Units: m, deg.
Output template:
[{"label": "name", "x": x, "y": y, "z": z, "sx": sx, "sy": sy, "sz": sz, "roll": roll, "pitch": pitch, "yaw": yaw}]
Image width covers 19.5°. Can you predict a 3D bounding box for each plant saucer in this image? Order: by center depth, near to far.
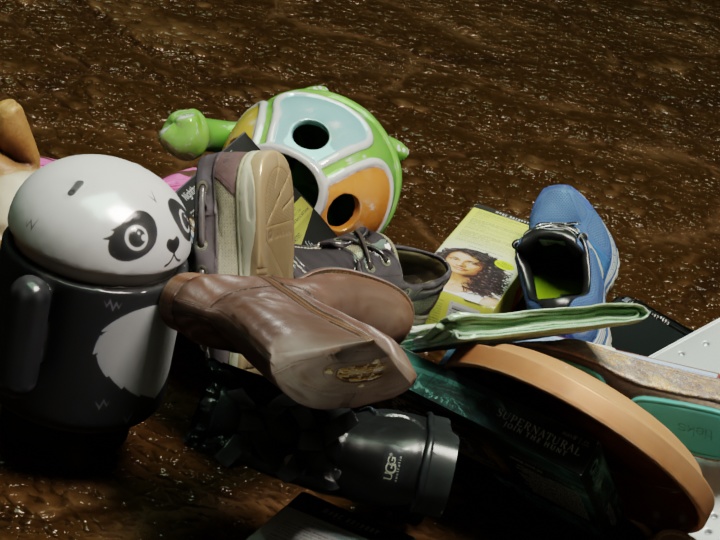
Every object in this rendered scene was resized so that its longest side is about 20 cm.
[{"label": "plant saucer", "x": 0.146, "y": 0.106, "z": 1.381, "sx": 0.199, "sy": 0.032, "sz": 0.200, "roll": 30, "pitch": -16, "yaw": 9}]

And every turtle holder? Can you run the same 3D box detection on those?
[{"label": "turtle holder", "x": -0.059, "y": -0.089, "z": 1.704, "sx": 0.186, "sy": 0.141, "sz": 0.132, "roll": 50, "pitch": 20, "yaw": 4}]

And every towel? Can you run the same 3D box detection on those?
[{"label": "towel", "x": 0.085, "y": 0.040, "z": 1.450, "sx": 0.151, "sy": 0.024, "sz": 0.200, "roll": -4, "pitch": -4, "yaw": -23}]

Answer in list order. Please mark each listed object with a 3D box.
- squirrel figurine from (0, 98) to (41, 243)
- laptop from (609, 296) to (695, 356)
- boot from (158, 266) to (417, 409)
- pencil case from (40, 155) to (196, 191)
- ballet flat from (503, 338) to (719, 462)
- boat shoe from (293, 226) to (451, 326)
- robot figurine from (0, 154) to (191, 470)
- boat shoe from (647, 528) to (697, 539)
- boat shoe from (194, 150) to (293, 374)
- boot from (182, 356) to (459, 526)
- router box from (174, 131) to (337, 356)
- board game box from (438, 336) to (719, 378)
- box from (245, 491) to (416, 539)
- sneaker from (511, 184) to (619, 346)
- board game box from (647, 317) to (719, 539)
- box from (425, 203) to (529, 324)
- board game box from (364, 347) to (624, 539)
[{"label": "squirrel figurine", "x": -0.298, "y": -0.001, "z": 1.451, "sx": 0.186, "sy": 0.142, "sz": 0.200, "roll": -37, "pitch": 9, "yaw": -29}, {"label": "laptop", "x": 0.257, "y": 0.105, "z": 1.636, "sx": 0.177, "sy": 0.104, "sz": 0.200, "roll": 33, "pitch": 5, "yaw": 37}, {"label": "boot", "x": -0.006, "y": 0.043, "z": 1.253, "sx": 0.185, "sy": 0.065, "sz": 0.200, "roll": 1, "pitch": 8, "yaw": -29}, {"label": "pencil case", "x": -0.214, "y": -0.056, "z": 1.641, "sx": 0.198, "sy": 0.094, "sz": 0.091, "roll": 8, "pitch": 47, "yaw": -9}, {"label": "ballet flat", "x": 0.184, "y": 0.086, "z": 1.467, "sx": 0.199, "sy": 0.069, "sz": 0.067, "roll": 17, "pitch": 30, "yaw": 16}, {"label": "boat shoe", "x": 0.000, "y": 0.000, "z": 1.528, "sx": 0.072, "sy": 0.065, "sz": 0.199, "roll": 46, "pitch": 17, "yaw": 31}, {"label": "robot figurine", "x": -0.175, "y": 0.025, "z": 1.346, "sx": 0.124, "sy": 0.201, "sz": 0.150, "roll": 6, "pitch": 24, "yaw": -17}, {"label": "boat shoe", "x": 0.206, "y": 0.210, "z": 1.304, "sx": 0.071, "sy": 0.065, "sz": 0.200, "roll": 13, "pitch": 23, "yaw": -2}, {"label": "boat shoe", "x": -0.086, "y": 0.018, "z": 1.414, "sx": 0.064, "sy": 0.202, "sz": 0.072, "roll": 7, "pitch": 9, "yaw": 26}, {"label": "boot", "x": -0.026, "y": 0.107, "z": 1.309, "sx": 0.161, "sy": 0.074, "sz": 0.198, "roll": 15, "pitch": -4, "yaw": -2}, {"label": "router box", "x": -0.081, "y": -0.003, "z": 1.550, "sx": 0.157, "sy": 0.052, "sz": 0.200, "roll": 49, "pitch": 25, "yaw": -4}, {"label": "board game box", "x": 0.151, "y": 0.091, "z": 1.522, "sx": 0.199, "sy": 0.020, "sz": 0.103, "roll": 13, "pitch": 41, "yaw": 22}, {"label": "box", "x": -0.047, "y": 0.200, "z": 1.213, "sx": 0.082, "sy": 0.050, "sz": 0.200, "roll": 20, "pitch": 24, "yaw": 20}, {"label": "sneaker", "x": 0.162, "y": -0.010, "z": 1.642, "sx": 0.078, "sy": 0.090, "sz": 0.201, "roll": -10, "pitch": 37, "yaw": 9}, {"label": "board game box", "x": 0.273, "y": 0.119, "z": 1.505, "sx": 0.199, "sy": 0.026, "sz": 0.200, "roll": -26, "pitch": 40, "yaw": -22}, {"label": "box", "x": 0.097, "y": 0.006, "z": 1.722, "sx": 0.075, "sy": 0.050, "sz": 0.200, "roll": 18, "pitch": 24, "yaw": 10}, {"label": "board game box", "x": 0.079, "y": 0.108, "z": 1.407, "sx": 0.199, "sy": 0.028, "sz": 0.135, "roll": 26, "pitch": -16, "yaw": 24}]
